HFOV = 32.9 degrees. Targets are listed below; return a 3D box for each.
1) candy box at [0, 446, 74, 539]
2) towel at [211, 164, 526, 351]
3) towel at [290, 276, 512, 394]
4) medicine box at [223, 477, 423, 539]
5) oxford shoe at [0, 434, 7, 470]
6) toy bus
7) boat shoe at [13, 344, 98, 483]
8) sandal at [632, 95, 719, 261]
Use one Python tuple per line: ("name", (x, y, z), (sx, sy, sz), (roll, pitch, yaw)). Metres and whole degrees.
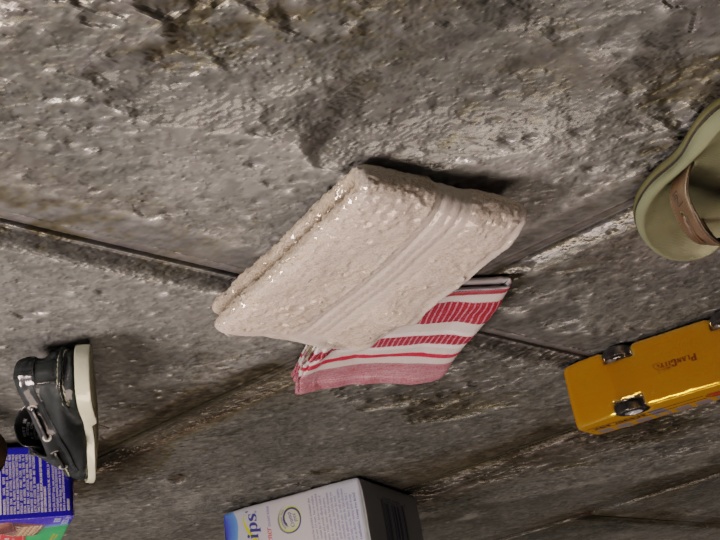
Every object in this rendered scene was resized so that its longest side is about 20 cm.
("candy box", (-0.386, 0.228, 1.168), (0.200, 0.077, 0.169), (0, 156, -20))
("towel", (0.000, 0.000, 0.810), (0.132, 0.035, 0.200), (10, 146, -33))
("towel", (0.029, 0.056, 0.999), (0.144, 0.023, 0.200), (-4, 157, -15))
("medicine box", (-0.043, 0.349, 1.569), (0.200, 0.103, 0.182), (-19, 156, 20))
("oxford shoe", (-0.350, 0.132, 0.960), (0.084, 0.073, 0.200), (-24, 154, 28))
("toy bus", (0.293, 0.096, 1.146), (0.200, 0.065, 0.078), (-22, 155, 27))
("boat shoe", (-0.243, 0.119, 0.970), (0.066, 0.075, 0.199), (-2, 156, -12))
("sandal", (0.229, -0.048, 0.780), (0.080, 0.057, 0.201), (-8, 158, -5))
